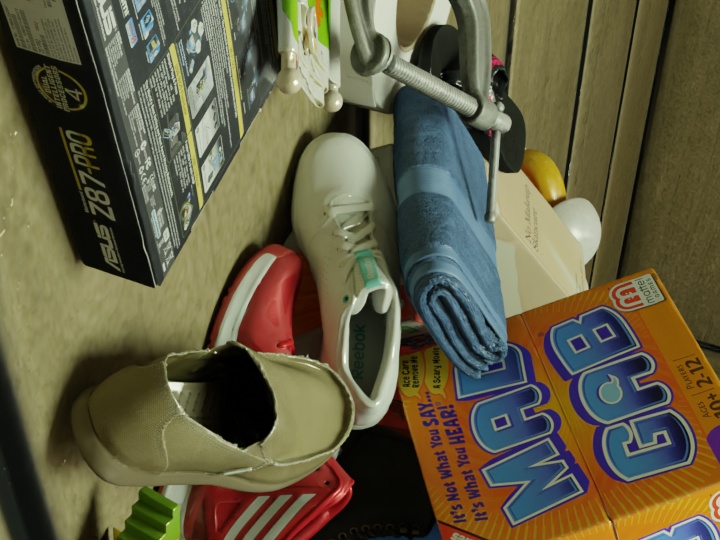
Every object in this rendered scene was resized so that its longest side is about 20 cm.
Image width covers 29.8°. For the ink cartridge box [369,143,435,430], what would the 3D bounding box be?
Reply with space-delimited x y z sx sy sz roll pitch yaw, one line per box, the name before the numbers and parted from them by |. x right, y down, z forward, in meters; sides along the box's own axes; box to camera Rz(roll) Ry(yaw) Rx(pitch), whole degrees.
ink cartridge box | 0.037 0.016 1.020 0.109 0.050 0.201 21 58 -62

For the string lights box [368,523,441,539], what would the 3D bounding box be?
string lights box | 0.034 0.252 1.143 0.103 0.199 0.059 92 21 -44

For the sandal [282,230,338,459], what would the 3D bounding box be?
sandal | -0.034 0.056 0.947 0.059 0.079 0.208 111 -6 -77

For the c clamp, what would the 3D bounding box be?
c clamp | 0.046 -0.142 0.871 0.200 0.027 0.172 25 64 -50

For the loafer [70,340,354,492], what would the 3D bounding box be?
loafer | -0.063 0.079 0.741 0.199 0.067 0.076 -2 66 -53

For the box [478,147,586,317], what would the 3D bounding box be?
box | 0.119 -0.032 1.187 0.200 0.077 0.095 44 35 -39

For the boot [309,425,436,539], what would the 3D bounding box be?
boot | -0.011 0.212 1.063 0.077 0.138 0.201 31 76 -74

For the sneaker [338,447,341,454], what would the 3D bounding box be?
sneaker | -0.014 0.057 1.022 0.072 0.072 0.201 82 25 -53

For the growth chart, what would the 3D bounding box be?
growth chart | -0.028 -0.161 0.754 0.200 0.018 0.146 -14 104 -84

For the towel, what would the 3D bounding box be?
towel | 0.056 -0.032 0.936 0.112 0.048 0.201 54 24 -41

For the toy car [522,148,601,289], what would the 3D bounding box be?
toy car | 0.139 -0.024 1.380 0.149 0.175 0.201 -22 137 -26

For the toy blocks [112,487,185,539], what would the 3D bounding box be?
toy blocks | -0.142 0.239 0.747 0.137 0.100 0.201 -41 146 -43

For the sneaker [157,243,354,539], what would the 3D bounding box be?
sneaker | -0.044 0.090 0.863 0.078 0.115 0.201 41 66 -73

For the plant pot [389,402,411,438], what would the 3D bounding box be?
plant pot | 0.082 0.148 1.261 0.201 0.200 0.196 -35 146 -67

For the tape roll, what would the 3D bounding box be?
tape roll | 0.028 -0.212 0.968 0.203 0.037 0.204 17 90 -75

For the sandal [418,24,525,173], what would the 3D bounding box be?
sandal | 0.101 -0.135 1.065 0.200 0.045 0.076 32 65 -56

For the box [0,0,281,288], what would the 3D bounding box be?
box | -0.091 -0.115 0.618 0.200 0.049 0.162 85 27 -54

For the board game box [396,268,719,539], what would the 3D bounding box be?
board game box | 0.156 0.161 0.930 0.200 0.199 0.201 -106 177 -52

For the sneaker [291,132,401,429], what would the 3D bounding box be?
sneaker | 0.000 0.000 0.886 0.089 0.075 0.201 128 -44 -76
